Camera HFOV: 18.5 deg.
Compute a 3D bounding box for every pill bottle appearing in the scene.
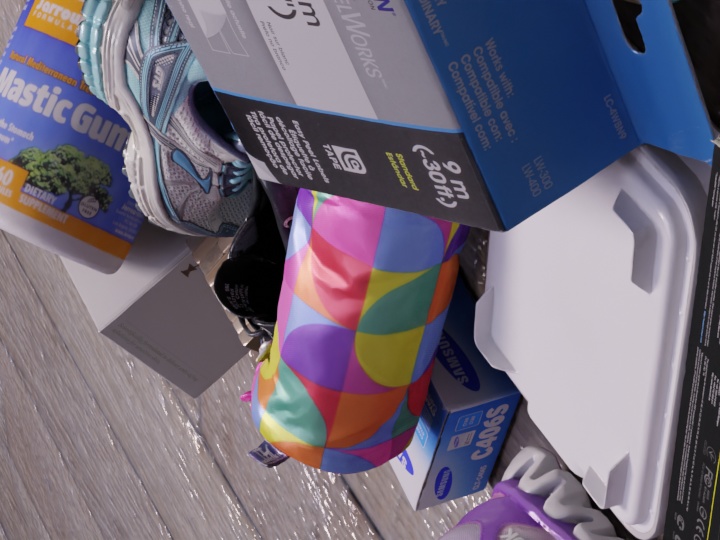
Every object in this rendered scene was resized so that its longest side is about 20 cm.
[{"bbox_3d":[-0.148,-0.109,1.253,0.201,0.112,0.112,-66,25,-1],"label":"pill bottle"}]

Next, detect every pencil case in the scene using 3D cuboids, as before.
[{"bbox_3d":[0.000,0.000,0.997,0.088,0.088,0.201,54,139,43],"label":"pencil case"}]

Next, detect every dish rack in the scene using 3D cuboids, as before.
[{"bbox_3d":[0.094,0.004,0.905,0.172,0.043,0.201,53,152,44],"label":"dish rack"}]

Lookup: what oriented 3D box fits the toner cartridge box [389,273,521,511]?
[{"bbox_3d":[0.012,0.012,1.124,0.095,0.043,0.201,103,146,-53],"label":"toner cartridge box"}]

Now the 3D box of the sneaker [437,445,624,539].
[{"bbox_3d":[0.090,0.155,0.944,0.200,0.088,0.081,41,155,57],"label":"sneaker"}]

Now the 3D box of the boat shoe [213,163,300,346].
[{"bbox_3d":[-0.040,-0.001,1.094,0.075,0.066,0.200,64,156,23],"label":"boat shoe"}]

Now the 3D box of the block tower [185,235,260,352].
[{"bbox_3d":[-0.072,-0.032,1.269,0.054,0.058,0.200,-46,49,15],"label":"block tower"}]

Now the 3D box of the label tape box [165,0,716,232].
[{"bbox_3d":[0.020,-0.090,0.809,0.199,0.066,0.144,16,143,43],"label":"label tape box"}]

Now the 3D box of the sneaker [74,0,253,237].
[{"bbox_3d":[-0.071,-0.067,1.085,0.086,0.078,0.200,20,160,25],"label":"sneaker"}]

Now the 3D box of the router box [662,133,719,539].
[{"bbox_3d":[0.170,0.066,0.721,0.150,0.062,0.201,-127,29,-46],"label":"router box"}]

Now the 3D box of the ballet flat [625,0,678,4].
[{"bbox_3d":[0.062,-0.167,0.823,0.200,0.069,0.070,46,146,44],"label":"ballet flat"}]

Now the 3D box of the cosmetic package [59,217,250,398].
[{"bbox_3d":[-0.138,-0.030,1.375,0.108,0.085,0.200,42,-168,-47],"label":"cosmetic package"}]
